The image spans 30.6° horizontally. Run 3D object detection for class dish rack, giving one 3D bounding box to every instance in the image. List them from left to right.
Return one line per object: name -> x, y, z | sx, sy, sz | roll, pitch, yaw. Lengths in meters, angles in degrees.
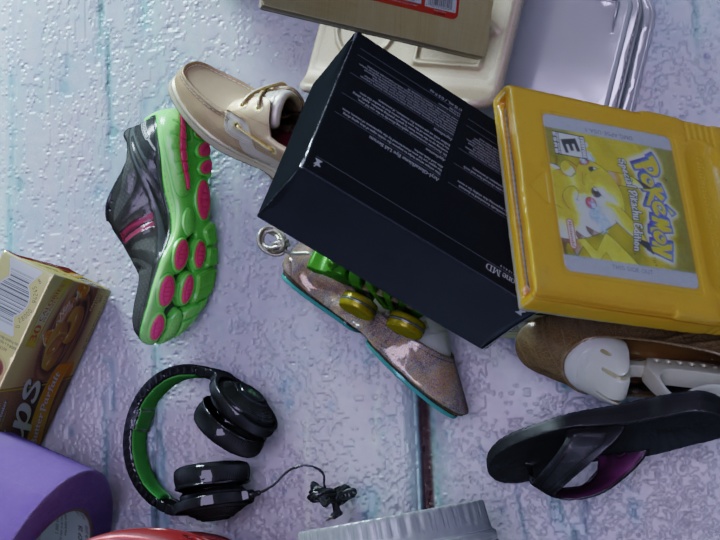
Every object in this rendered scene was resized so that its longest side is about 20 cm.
dish rack -> 0.129, -0.173, 1.075 | 0.199, 0.044, 0.173 | 13, 86, 15

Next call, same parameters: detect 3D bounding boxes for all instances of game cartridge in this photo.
game cartridge -> 0.199, -0.043, 0.967 | 0.199, 0.032, 0.177 | 7, 62, -21

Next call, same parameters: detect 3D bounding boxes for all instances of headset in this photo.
headset -> -0.103, 0.152, 1.082 | 0.199, 0.094, 0.124 | 17, 90, 30

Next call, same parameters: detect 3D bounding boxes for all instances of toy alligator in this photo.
toy alligator -> 0.000, 0.000, 1.016 | 0.199, 0.054, 0.060 | 22, 76, 16

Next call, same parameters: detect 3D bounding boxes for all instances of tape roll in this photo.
tape roll -> -0.283, 0.235, 1.033 | 0.085, 0.200, 0.201 | 21, 87, 16

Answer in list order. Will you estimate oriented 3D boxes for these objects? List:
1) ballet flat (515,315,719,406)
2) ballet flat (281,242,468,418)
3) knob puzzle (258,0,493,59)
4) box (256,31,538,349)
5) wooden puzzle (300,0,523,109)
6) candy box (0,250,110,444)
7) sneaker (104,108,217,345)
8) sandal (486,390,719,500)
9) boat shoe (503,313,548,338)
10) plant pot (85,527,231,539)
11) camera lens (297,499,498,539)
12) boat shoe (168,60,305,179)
ballet flat -> 0.216, 0.076, 0.983 | 0.199, 0.072, 0.068 | 9, 119, 0
ballet flat -> 0.022, 0.034, 1.056 | 0.200, 0.068, 0.067 | 39, 100, 14
knob puzzle -> 0.017, -0.268, 0.980 | 0.218, 0.030, 0.221 | 3, 82, -18
box -> 0.044, -0.056, 0.959 | 0.199, 0.079, 0.142 | 31, 50, -14
wooden puzzle -> 0.056, -0.223, 1.058 | 0.185, 0.046, 0.201 | 11, 79, 34
candy box -> -0.293, 0.090, 1.099 | 0.055, 0.115, 0.201 | 25, 88, 16
sneaker -> -0.172, -0.035, 1.120 | 0.083, 0.077, 0.201 | -4, 79, 32
sandal -> 0.176, 0.136, 0.974 | 0.200, 0.075, 0.048 | -21, 52, 35
boat shoe -> 0.184, 0.017, 1.024 | 0.199, 0.063, 0.074 | -12, 79, 12
plant pot -> -0.148, 0.297, 1.001 | 0.199, 0.182, 0.202 | -2, 81, 13
camera lens -> 0.040, 0.281, 0.970 | 0.159, 0.160, 0.201 | -12, 80, 11
boat shoe -> -0.069, -0.121, 1.088 | 0.200, 0.074, 0.069 | 36, 133, 8
